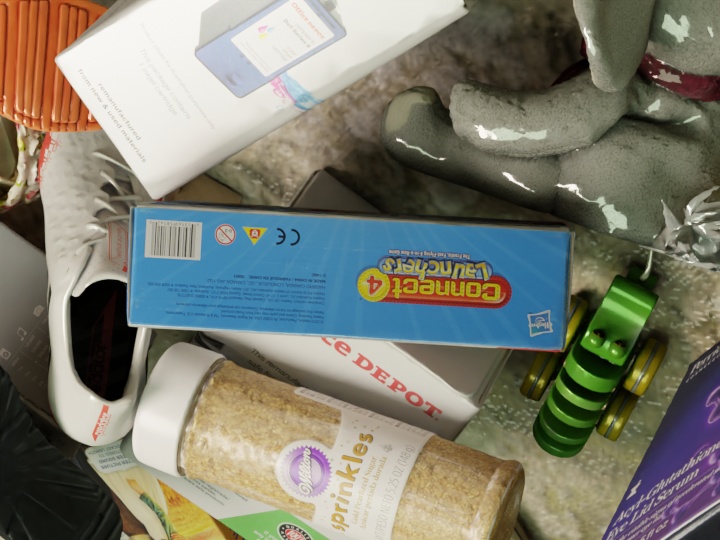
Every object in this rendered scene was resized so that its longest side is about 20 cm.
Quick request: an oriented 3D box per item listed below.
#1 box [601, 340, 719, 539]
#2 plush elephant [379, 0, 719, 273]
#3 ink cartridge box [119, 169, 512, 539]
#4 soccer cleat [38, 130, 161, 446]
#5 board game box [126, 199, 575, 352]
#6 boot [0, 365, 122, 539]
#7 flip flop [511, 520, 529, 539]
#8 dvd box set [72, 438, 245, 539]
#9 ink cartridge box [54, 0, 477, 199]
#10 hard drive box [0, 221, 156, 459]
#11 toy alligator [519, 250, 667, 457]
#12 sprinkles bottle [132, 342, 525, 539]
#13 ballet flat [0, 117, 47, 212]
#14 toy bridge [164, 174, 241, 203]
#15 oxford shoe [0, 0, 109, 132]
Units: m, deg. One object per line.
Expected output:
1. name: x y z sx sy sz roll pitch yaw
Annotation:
1. box: 0.210 0.103 1.336 0.104 0.200 0.148 40 134 -7
2. plush elephant: 0.131 -0.094 1.264 0.164 0.155 0.200 13 -173 -35
3. ink cartridge box: -0.022 0.063 1.511 0.146 0.084 0.200 36 135 -3
4. soccer cleat: -0.135 -0.008 1.454 0.068 0.201 0.085 5 165 -14
5. board game box: 0.000 0.000 1.311 0.199 0.196 0.056 3 92 4
6. boot: -0.224 0.085 1.481 0.198 0.073 0.162 47 165 -30
7. flip flop: 0.089 0.194 1.578 0.200 0.058 0.081 47 133 -13
8. dvd box set: -0.131 0.170 1.698 0.146 0.029 0.200 -14 118 36
9. ink cartridge box: -0.023 -0.136 1.279 0.200 0.145 0.088 -26 105 32
10. hard drive box: -0.225 0.023 1.552 0.200 0.077 0.156 35 162 -3
11. toy alligator: 0.127 0.041 1.432 0.059 0.054 0.200 28 135 4
12. sprinkles bottle: -0.017 0.099 1.431 0.199 0.068 0.068 19 133 13
13. ballet flat: -0.209 -0.116 1.480 0.075 0.064 0.200 -1 125 30
14. toy bridge: -0.072 -0.098 1.445 0.067 0.027 0.200 31 135 3
15. oxford shoe: -0.193 -0.114 1.413 0.199 0.073 0.072 8 95 -18
